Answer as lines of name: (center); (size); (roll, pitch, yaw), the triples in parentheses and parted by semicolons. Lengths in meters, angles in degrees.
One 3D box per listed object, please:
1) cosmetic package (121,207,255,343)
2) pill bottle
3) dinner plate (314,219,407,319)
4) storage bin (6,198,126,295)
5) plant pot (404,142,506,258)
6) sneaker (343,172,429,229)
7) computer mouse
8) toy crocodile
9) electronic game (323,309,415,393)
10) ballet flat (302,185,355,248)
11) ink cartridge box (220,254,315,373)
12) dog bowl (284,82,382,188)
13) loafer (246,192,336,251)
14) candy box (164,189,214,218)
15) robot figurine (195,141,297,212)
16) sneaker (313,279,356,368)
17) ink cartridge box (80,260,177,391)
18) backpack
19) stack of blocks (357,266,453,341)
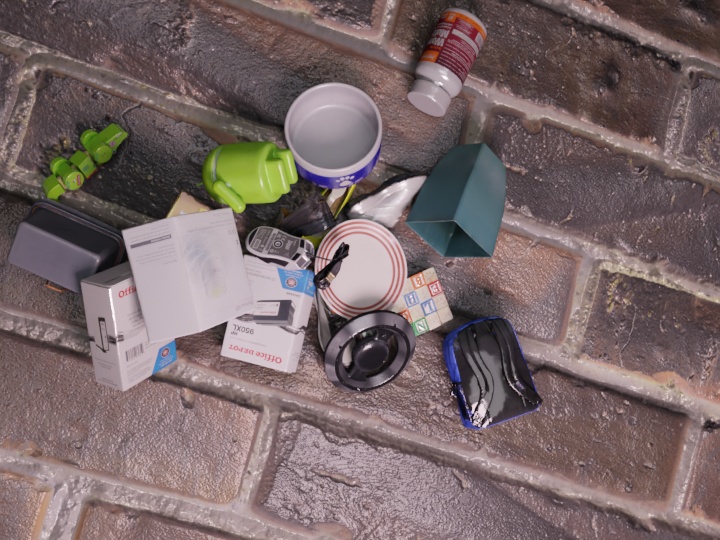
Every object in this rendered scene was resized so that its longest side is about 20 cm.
cosmetic package: (-0.305, 0.004, 1.442); (0.120, 0.199, 0.205); (-11, 95, 22)
pill bottle: (0.180, -0.437, 1.675); (0.108, 0.109, 0.203); (28, 82, -8)
dinner plate: (0.000, 0.000, 1.592); (0.195, 0.024, 0.206); (3, 83, -21)
storage bin: (-0.557, -0.027, 1.484); (0.197, 0.135, 0.148); (25, 101, -8)
plant pot: (0.212, -0.150, 1.636); (0.141, 0.140, 0.204); (37, 67, -36)
sneaker: (0.062, -0.141, 1.665); (0.197, 0.074, 0.088); (-29, 106, -6)
computer mouse: (-0.126, -0.031, 1.526); (0.196, 0.044, 0.111); (18, 57, 12)
toy crocodile: (-0.536, -0.210, 1.550); (0.067, 0.062, 0.200); (35, 73, 29)
electronic game: (0.019, 0.164, 1.592); (0.195, 0.042, 0.204); (-12, 126, -16)
ballet flat: (-0.072, -0.126, 1.630); (0.066, 0.067, 0.202); (34, 81, -7)
ink cartridge box: (-0.179, 0.087, 1.570); (0.141, 0.084, 0.205); (12, 85, 10)
dog bowl: (-0.054, -0.271, 1.603); (0.195, 0.079, 0.205); (0, 69, 0)
loafer: (-0.145, -0.091, 1.589); (0.196, 0.073, 0.074); (-20, 93, 14)
candy box: (-0.356, -0.041, 1.576); (0.114, 0.055, 0.203); (31, 82, -9)
robot figurine: (-0.224, -0.191, 1.558); (0.195, 0.177, 0.118); (0, 123, 21)
sneaker: (-0.054, 0.102, 1.615); (0.072, 0.079, 0.205); (-16, 91, -13)
ink cartridge box: (-0.425, 0.095, 1.473); (0.083, 0.145, 0.205); (10, 112, 29)
backpack: (0.247, 0.204, 1.622); (0.159, 0.168, 0.205); (-16, 86, -14)
stack of blocks: (0.080, 0.086, 1.651); (0.196, 0.059, 0.117); (-23, 91, -11)
